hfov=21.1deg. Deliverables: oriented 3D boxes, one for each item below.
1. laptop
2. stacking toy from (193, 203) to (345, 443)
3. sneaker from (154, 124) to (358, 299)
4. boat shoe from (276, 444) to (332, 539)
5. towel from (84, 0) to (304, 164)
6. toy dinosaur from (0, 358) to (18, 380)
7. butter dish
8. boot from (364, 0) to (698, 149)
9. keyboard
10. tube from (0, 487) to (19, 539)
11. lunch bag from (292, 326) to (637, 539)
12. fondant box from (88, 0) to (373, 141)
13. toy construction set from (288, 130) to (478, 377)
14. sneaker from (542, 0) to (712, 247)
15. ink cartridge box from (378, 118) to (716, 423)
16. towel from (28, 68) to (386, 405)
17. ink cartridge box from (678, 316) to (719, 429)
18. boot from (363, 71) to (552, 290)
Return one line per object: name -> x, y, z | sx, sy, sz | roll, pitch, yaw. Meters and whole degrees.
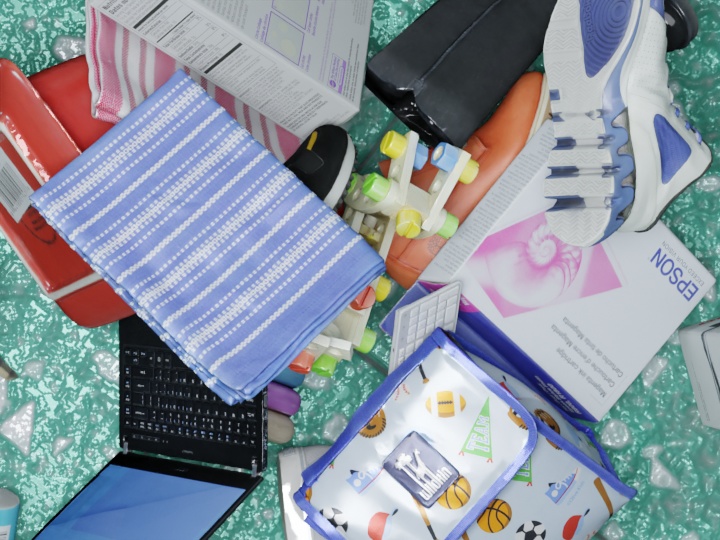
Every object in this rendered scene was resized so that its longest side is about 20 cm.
laptop -> -0.157, 0.112, 1.372 | 0.103, 0.177, 0.201 | -2, 93, -42
stacking toy -> -0.063, 0.023, 1.445 | 0.085, 0.085, 0.201 | 18, 83, -6
sneaker -> -0.074, -0.038, 1.309 | 0.090, 0.070, 0.200 | 36, 59, -13
boat shoe -> -0.019, 0.230, 1.462 | 0.068, 0.072, 0.201 | -8, 84, -6
towel -> -0.109, -0.140, 1.371 | 0.200, 0.030, 0.147 | 21, 50, -37
toy dinosaur -> -0.324, -0.002, 1.429 | 0.088, 0.047, 0.201 | -17, 97, -11
butter dish -> -0.185, -0.078, 1.388 | 0.148, 0.200, 0.200 | -39, 99, -26
boot -> 0.124, -0.159, 1.411 | 0.165, 0.066, 0.200 | 36, 65, 25
keyboard -> 0.042, 0.089, 1.413 | 0.056, 0.201, 0.011 | -21, 50, -25
tube -> -0.297, 0.261, 1.442 | 0.077, 0.050, 0.201 | 13, 101, -2
lunch bag -> 0.071, 0.154, 1.394 | 0.200, 0.124, 0.170 | 38, 97, -30
fondant box -> -0.084, -0.201, 1.368 | 0.200, 0.058, 0.145 | 32, 47, -29
toy construction set -> 0.000, 0.000, 1.360 | 0.092, 0.131, 0.200 | 42, 62, -18
sneaker -> 0.192, -0.114, 1.369 | 0.115, 0.080, 0.200 | 4, 93, -45
ink cartridge box -> 0.144, 0.023, 1.439 | 0.196, 0.043, 0.200 | 41, 86, -33
towel -> -0.098, -0.024, 1.253 | 0.200, 0.024, 0.145 | 43, 69, 11
ink cartridge box -> 0.332, 0.065, 1.421 | 0.146, 0.200, 0.083 | -16, 91, -6
boot -> 0.073, -0.078, 1.454 | 0.107, 0.075, 0.200 | 31, 87, 2
